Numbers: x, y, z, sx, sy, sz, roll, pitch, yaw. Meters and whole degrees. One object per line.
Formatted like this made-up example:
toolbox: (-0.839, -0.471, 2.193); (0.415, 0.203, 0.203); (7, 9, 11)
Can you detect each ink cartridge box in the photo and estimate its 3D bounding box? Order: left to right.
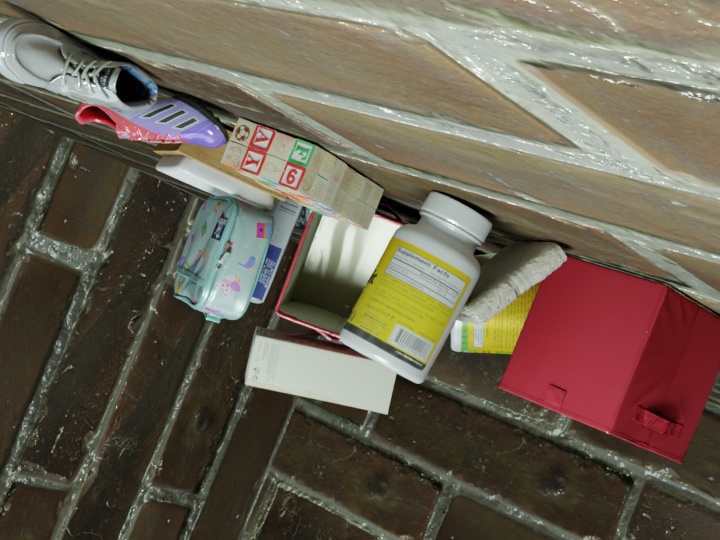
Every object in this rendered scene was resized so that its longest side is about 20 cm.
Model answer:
ink cartridge box: (-0.127, -0.049, 1.921); (0.040, 0.200, 0.200); (21, 177, -7)

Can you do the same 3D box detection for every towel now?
towel: (0.164, 0.016, 1.574); (0.035, 0.132, 0.200); (53, 175, -6)

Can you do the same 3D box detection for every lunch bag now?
lunch bag: (-0.186, -0.016, 1.762); (0.077, 0.161, 0.200); (22, 178, -18)

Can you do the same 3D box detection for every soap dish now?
soap dish: (-0.188, -0.146, 1.788); (0.157, 0.082, 0.200); (23, 178, -19)

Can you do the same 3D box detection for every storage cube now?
storage cube: (0.000, 0.000, 1.834); (0.170, 0.201, 0.180); (22, -176, 2)
storage cube: (0.303, 0.101, 1.570); (0.171, 0.180, 0.200); (24, 178, -43)

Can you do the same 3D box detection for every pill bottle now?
pill bottle: (0.068, 0.017, 1.500); (0.111, 0.201, 0.111); (29, 177, 2)
pill bottle: (0.221, 0.057, 1.753); (0.199, 0.112, 0.111); (2, 175, 6)

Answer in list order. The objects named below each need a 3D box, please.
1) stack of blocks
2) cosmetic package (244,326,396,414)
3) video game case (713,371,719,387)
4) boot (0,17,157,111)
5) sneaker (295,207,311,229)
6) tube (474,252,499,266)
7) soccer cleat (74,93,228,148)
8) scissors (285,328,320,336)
stack of blocks: (-0.067, -0.115, 1.617); (0.115, 0.059, 0.200); (21, 178, 28)
cosmetic package: (-0.055, 0.136, 1.820); (0.199, 0.073, 0.104); (13, -177, -4)
video game case: (0.386, 0.117, 1.794); (0.199, 0.022, 0.182); (21, -145, 25)
boot: (-0.305, -0.222, 1.443); (0.095, 0.074, 0.200); (14, -177, 28)
sneaker: (-0.077, -0.091, 2.025); (0.113, 0.076, 0.200); (19, 179, 16)
tube: (0.231, 0.012, 1.831); (0.200, 0.058, 0.052); (31, -160, -47)
soccer cleat: (-0.248, -0.177, 1.577); (0.199, 0.073, 0.068); (23, 154, 22)
scissors: (-0.051, 0.088, 1.878); (0.073, 0.014, 0.200); (26, -171, 8)
